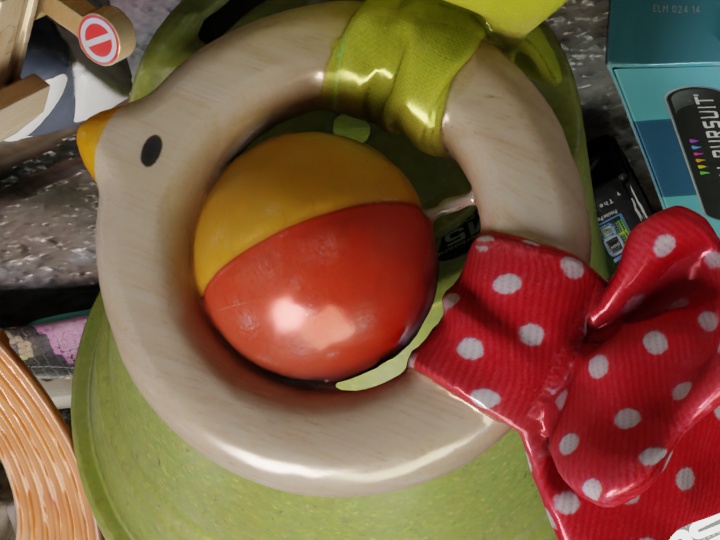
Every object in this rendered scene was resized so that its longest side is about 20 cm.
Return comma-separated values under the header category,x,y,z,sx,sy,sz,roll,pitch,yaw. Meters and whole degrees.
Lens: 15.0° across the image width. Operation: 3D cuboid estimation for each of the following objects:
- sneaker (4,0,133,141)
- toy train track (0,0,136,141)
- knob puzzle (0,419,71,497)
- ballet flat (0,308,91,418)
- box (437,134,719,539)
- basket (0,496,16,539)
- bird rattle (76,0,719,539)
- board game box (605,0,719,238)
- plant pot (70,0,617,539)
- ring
category,x,y,z,sx,sy,sz,roll,pitch,yaw
sneaker,-0.160,-0.072,0.752,0.129,0.080,0.199,-24,164,13
toy train track,-0.067,-0.104,0.662,0.115,0.032,0.200,-34,152,-47
knob puzzle,-0.090,0.102,1.256,0.219,0.031,0.220,-8,157,-3
ballet flat,-0.135,0.049,1.060,0.199,0.071,0.069,-5,162,-7
box,0.042,0.064,1.020,0.199,0.044,0.161,-26,111,7
basket,-0.087,0.188,1.115,0.199,0.199,0.161,4,168,-42
bird rattle,0.014,-0.006,0.715,0.163,0.201,0.113,-22,177,7
board game box,0.191,-0.059,0.900,0.199,0.047,0.151,0,159,15
plant pot,0.000,0.000,0.849,0.199,0.201,0.184,-7,152,-3
ring,-0.174,0.061,0.989,0.200,0.019,0.201,18,131,21
